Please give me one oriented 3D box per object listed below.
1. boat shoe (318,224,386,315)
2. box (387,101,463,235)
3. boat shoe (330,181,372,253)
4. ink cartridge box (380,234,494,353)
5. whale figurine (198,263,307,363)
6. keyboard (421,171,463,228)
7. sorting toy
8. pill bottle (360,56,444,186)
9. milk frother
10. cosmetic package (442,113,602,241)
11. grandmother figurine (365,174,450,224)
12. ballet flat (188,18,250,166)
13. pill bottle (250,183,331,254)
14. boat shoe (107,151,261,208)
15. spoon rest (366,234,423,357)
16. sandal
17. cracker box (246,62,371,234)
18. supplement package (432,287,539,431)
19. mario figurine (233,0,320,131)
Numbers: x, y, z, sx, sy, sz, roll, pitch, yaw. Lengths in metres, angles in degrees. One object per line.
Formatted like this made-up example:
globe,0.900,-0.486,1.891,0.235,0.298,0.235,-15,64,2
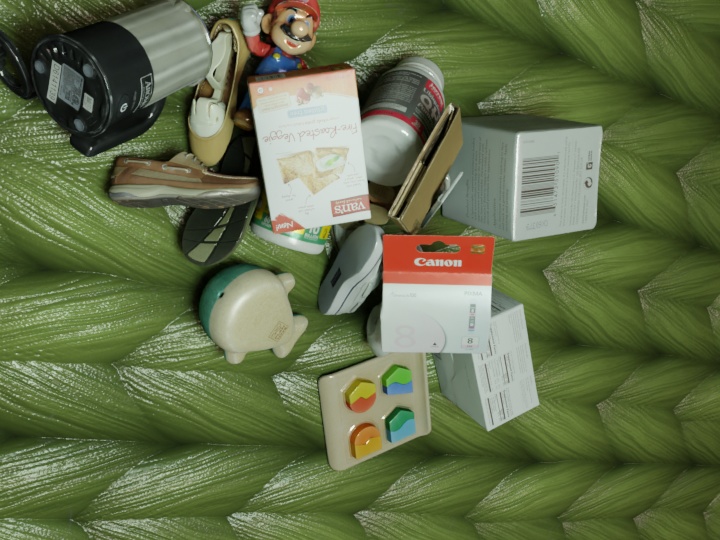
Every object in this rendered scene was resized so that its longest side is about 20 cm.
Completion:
boat shoe,0.000,0.000,1.212,0.065,0.074,0.200,5,147,-28
box,0.095,-0.130,1.097,0.021,0.200,0.164,28,90,10
boat shoe,-0.005,-0.091,1.221,0.075,0.068,0.200,-18,114,-23
ink cartridge box,0.110,0.040,1.160,0.162,0.057,0.200,1,137,4
whale figurine,-0.159,0.063,1.185,0.159,0.104,0.200,-57,147,-3
keyboard,0.123,-0.105,1.227,0.011,0.200,0.056,41,82,2
sorting toy,0.032,0.236,1.367,0.200,0.036,0.185,-16,113,-24
pill bottle,0.059,-0.222,1.144,0.111,0.111,0.200,55,39,-30
milk frother,-0.323,-0.261,0.962,0.200,0.180,0.188,48,41,-4
cosmetic package,0.248,-0.154,1.262,0.165,0.200,0.165,-9,110,-25
grandmother figurine,0.079,-0.129,1.220,0.200,0.061,0.121,-25,144,-55
ballet flat,-0.198,-0.240,1.066,0.069,0.063,0.200,15,95,13
pill bottle,-0.077,-0.134,1.142,0.113,0.113,0.200,15,98,-32
boat shoe,-0.232,-0.123,1.059,0.200,0.076,0.072,0,81,-9
spoon rest,0.060,0.045,1.293,0.061,0.099,0.200,16,89,-19
sandal,-0.179,-0.094,1.127,0.080,0.057,0.201,26,80,7
cracker box,-0.065,-0.157,1.035,0.134,0.058,0.200,-10,114,-7
supplement package,0.203,0.137,1.357,0.111,0.156,0.200,-22,115,-18
mario figurine,-0.101,-0.276,1.048,0.123,0.106,0.200,12,95,-63
